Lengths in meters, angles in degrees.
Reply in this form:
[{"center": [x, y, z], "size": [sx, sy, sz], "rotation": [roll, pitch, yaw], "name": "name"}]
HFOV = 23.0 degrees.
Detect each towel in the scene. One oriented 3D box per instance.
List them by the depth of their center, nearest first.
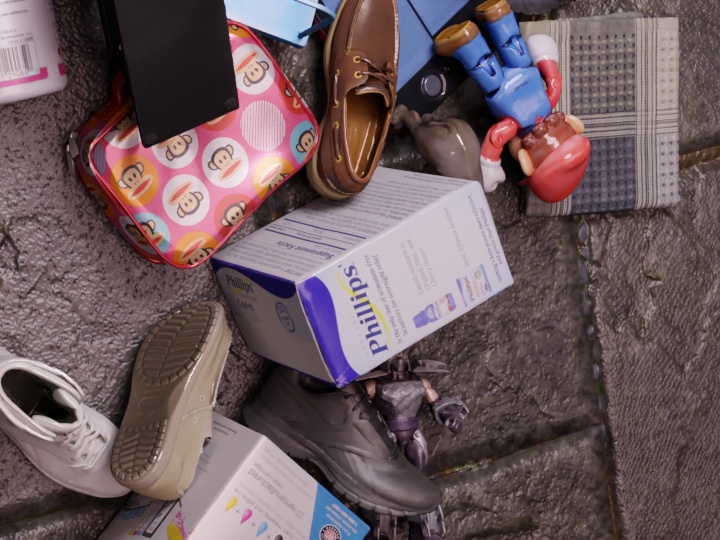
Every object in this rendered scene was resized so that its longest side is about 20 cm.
[{"center": [0.239, -0.158, 1.783], "size": [0.191, 0.034, 0.202], "rotation": [-5, 100, -25], "name": "towel"}]

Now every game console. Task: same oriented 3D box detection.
[{"center": [0.038, -0.252, 1.662], "size": [0.177, 0.031, 0.201], "rotation": [-43, 113, -17], "name": "game console"}]

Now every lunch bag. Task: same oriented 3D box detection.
[{"center": [-0.151, -0.119, 1.546], "size": [0.200, 0.082, 0.177], "rotation": [-43, 112, -17], "name": "lunch bag"}]

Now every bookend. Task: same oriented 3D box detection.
[{"center": [-0.191, -0.245, 1.444], "size": [0.092, 0.200, 0.200], "rotation": [-25, 141, -17], "name": "bookend"}]

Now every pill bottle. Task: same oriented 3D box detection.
[{"center": [-0.309, -0.237, 1.431], "size": [0.112, 0.113, 0.202], "rotation": [-14, 102, -26], "name": "pill bottle"}]

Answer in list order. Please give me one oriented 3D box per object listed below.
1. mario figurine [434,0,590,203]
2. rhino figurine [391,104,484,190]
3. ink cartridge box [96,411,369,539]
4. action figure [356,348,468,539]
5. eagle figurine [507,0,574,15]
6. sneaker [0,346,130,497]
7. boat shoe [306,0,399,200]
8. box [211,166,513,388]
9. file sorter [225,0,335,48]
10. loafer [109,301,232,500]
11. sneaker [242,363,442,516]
[{"center": [0.143, -0.153, 1.693], "size": [0.123, 0.106, 0.201], "rotation": [-25, 105, 18], "name": "mario figurine"}, {"center": [0.087, -0.061, 1.666], "size": [0.060, 0.087, 0.201], "rotation": [-29, 123, -25], "name": "rhino figurine"}, {"center": [-0.126, 0.252, 1.561], "size": [0.147, 0.144, 0.201], "rotation": [43, 76, -25], "name": "ink cartridge box"}, {"center": [0.040, 0.162, 1.685], "size": [0.129, 0.069, 0.202], "rotation": [-3, 92, -15], "name": "action figure"}, {"center": [0.144, -0.328, 1.662], "size": [0.152, 0.151, 0.200], "rotation": [-54, 163, 20], "name": "eagle figurine"}, {"center": [-0.250, 0.138, 1.501], "size": [0.200, 0.115, 0.074], "rotation": [40, 75, -27], "name": "sneaker"}, {"center": [0.006, -0.163, 1.593], "size": [0.071, 0.067, 0.202], "rotation": [15, 81, -27], "name": "boat shoe"}, {"center": [0.000, 0.000, 1.581], "size": [0.199, 0.184, 0.106], "rotation": [-29, 109, -22], "name": "box"}, {"center": [-0.068, -0.318, 1.527], "size": [0.138, 0.123, 0.202], "rotation": [18, 81, -20], "name": "file sorter"}, {"center": [-0.161, 0.116, 1.551], "size": [0.068, 0.075, 0.201], "rotation": [59, 40, -42], "name": "loafer"}, {"center": [-0.007, 0.150, 1.605], "size": [0.199, 0.076, 0.091], "rotation": [31, 102, 1], "name": "sneaker"}]
